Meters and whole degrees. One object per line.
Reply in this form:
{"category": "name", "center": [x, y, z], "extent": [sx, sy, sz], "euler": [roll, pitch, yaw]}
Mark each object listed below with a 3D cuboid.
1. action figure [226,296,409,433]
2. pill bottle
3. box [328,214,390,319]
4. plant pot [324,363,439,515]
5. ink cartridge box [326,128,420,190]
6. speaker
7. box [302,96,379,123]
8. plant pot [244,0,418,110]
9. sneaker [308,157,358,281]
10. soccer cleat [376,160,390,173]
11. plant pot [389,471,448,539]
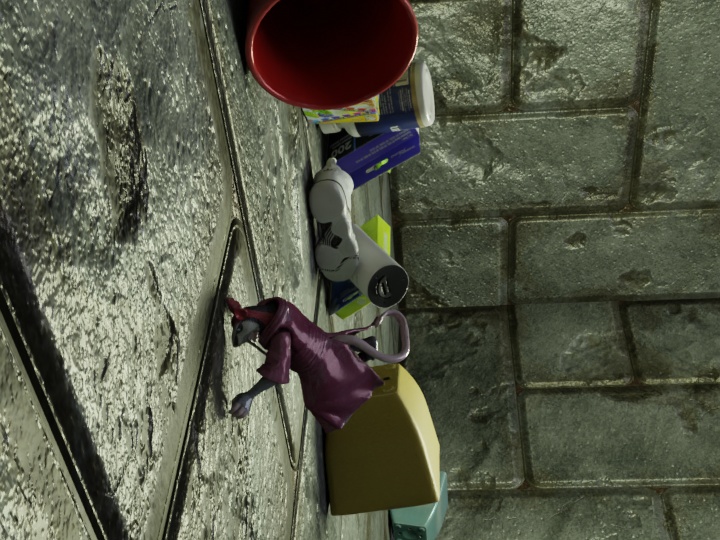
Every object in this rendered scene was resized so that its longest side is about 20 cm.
{"category": "action figure", "center": [-0.056, 0.081, 1.021], "extent": [0.200, 0.148, 0.135], "euler": [40, 29, -39]}
{"category": "pill bottle", "center": [0.025, -0.294, 1.755], "extent": [0.111, 0.196, 0.113], "euler": [-6, 90, -75]}
{"category": "box", "center": [0.000, 0.000, 1.881], "extent": [0.048, 0.121, 0.202], "euler": [39, 33, -28]}
{"category": "plant pot", "center": [0.031, 0.282, 1.770], "extent": [0.195, 0.192, 0.203], "euler": [-80, 160, -68]}
{"category": "ink cartridge box", "center": [0.022, -0.254, 1.869], "extent": [0.043, 0.196, 0.202], "euler": [40, 35, -37]}
{"category": "speaker", "center": [0.009, -0.011, 1.756], "extent": [0.200, 0.080, 0.083], "euler": [-135, -144, -57]}
{"category": "box", "center": [-0.037, -0.356, 1.569], "extent": [0.193, 0.120, 0.204], "euler": [62, 27, -79]}
{"category": "plant pot", "center": [-0.044, -0.318, 1.169], "extent": [0.202, 0.197, 0.180], "euler": [81, -3, -54]}
{"category": "sneaker", "center": [-0.040, -0.087, 1.685], "extent": [0.116, 0.074, 0.202], "euler": [-82, 167, -52]}
{"category": "soccer cleat", "center": [0.078, -0.380, 3.302], "extent": [0.201, 0.066, 0.082], "euler": [-81, 155, -65]}
{"category": "plant pot", "center": [0.183, 0.805, 3.376], "extent": [0.202, 0.192, 0.199], "euler": [-72, 162, -46]}
